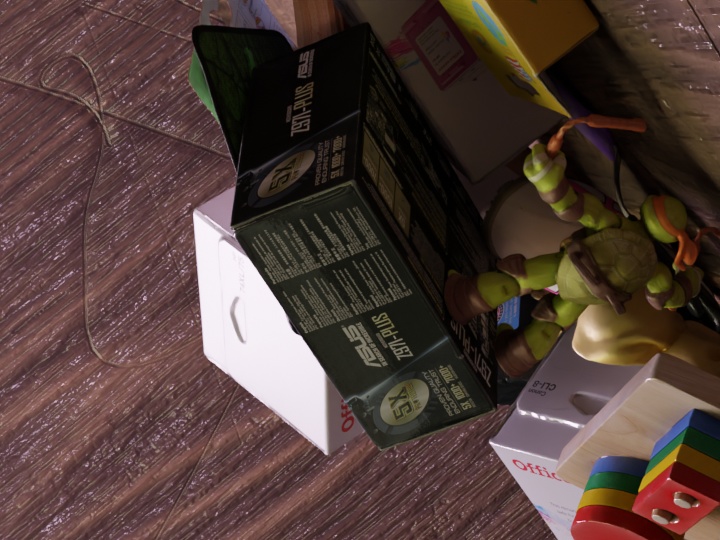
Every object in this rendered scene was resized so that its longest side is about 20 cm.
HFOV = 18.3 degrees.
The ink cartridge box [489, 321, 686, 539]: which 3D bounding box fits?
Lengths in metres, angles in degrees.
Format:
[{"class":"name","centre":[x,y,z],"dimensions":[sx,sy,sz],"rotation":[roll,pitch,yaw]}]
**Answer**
[{"class":"ink cartridge box","centre":[0.219,0.142,1.609],"dimensions":[0.145,0.145,0.200],"rotation":[11,147,45]}]

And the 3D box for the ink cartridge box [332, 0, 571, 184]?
[{"class":"ink cartridge box","centre":[0.039,-0.170,1.471],"dimensions":[0.201,0.084,0.145],"rotation":[55,180,-20]}]

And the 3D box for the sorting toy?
[{"class":"sorting toy","centre":[0.228,0.153,1.363],"dimensions":[0.199,0.070,0.199],"rotation":[25,155,-2]}]

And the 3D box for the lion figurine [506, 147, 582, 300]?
[{"class":"lion figurine","centre":[0.118,-0.067,1.691],"dimensions":[0.199,0.123,0.072],"rotation":[32,-157,28]}]

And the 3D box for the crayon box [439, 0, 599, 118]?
[{"class":"crayon box","centre":[0.065,-0.186,1.294],"dimensions":[0.201,0.051,0.127],"rotation":[53,176,-18]}]

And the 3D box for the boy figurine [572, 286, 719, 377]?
[{"class":"boy figurine","centre":[0.223,0.077,1.412],"dimensions":[0.199,0.065,0.124],"rotation":[34,-164,-9]}]

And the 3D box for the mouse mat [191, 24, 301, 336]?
[{"class":"mouse mat","centre":[-0.045,-0.060,1.422],"dimensions":[0.161,0.007,0.202],"rotation":[-14,-94,-70]}]

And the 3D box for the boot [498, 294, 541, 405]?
[{"class":"boot","centre":[0.169,0.030,1.924],"dimensions":[0.077,0.198,0.170],"rotation":[106,163,-62]}]

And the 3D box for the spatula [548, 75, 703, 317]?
[{"class":"spatula","centre":[0.173,-0.046,1.444],"dimensions":[0.201,0.020,0.057],"rotation":[66,-175,33]}]

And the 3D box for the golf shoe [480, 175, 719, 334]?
[{"class":"golf shoe","centre":[0.165,-0.007,1.469],"dimensions":[0.199,0.073,0.092],"rotation":[22,-171,-39]}]

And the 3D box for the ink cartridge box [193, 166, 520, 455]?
[{"class":"ink cartridge box","centre":[0.000,0.000,1.626],"dimensions":[0.146,0.199,0.148],"rotation":[36,144,33]}]

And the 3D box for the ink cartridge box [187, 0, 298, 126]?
[{"class":"ink cartridge box","centre":[-0.067,-0.096,1.481],"dimensions":[0.200,0.057,0.163],"rotation":[48,-150,-33]}]

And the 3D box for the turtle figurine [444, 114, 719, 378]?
[{"class":"turtle figurine","centre":[0.141,0.003,1.332],"dimensions":[0.200,0.161,0.065],"rotation":[37,-149,-37]}]

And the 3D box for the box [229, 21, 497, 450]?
[{"class":"box","centre":[0.008,-0.020,1.387],"dimensions":[0.201,0.085,0.165],"rotation":[57,-157,-35]}]

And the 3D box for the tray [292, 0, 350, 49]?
[{"class":"tray","centre":[-0.005,-0.145,1.571],"dimensions":[0.099,0.037,0.200],"rotation":[53,-167,-25]}]
